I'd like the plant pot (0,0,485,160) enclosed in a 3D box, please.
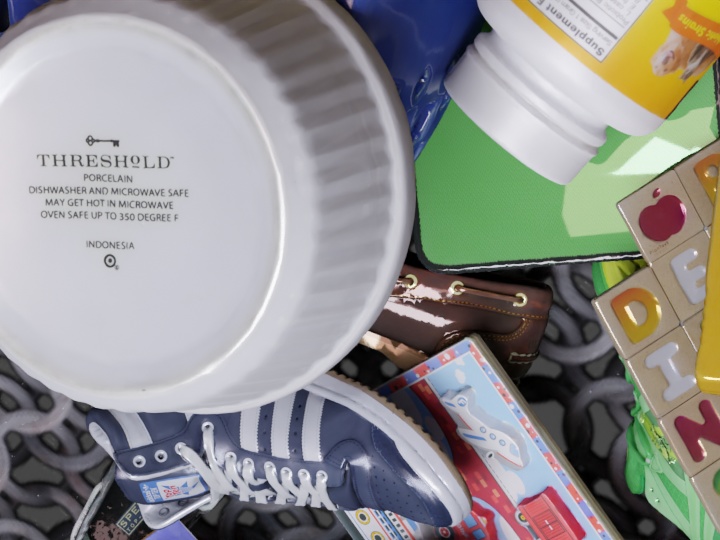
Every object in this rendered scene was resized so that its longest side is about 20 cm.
[{"bbox_3d":[-0.072,-0.081,1.272,0.200,0.200,0.180,18,100,18],"label":"plant pot"}]

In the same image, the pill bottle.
[{"bbox_3d":[0.129,-0.140,1.253,0.109,0.109,0.200,39,103,-1],"label":"pill bottle"}]

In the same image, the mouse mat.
[{"bbox_3d":[0.096,-0.102,1.325,0.161,0.008,0.201,-4,93,15],"label":"mouse mat"}]

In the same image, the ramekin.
[{"bbox_3d":[-0.084,-0.032,1.131,0.202,0.094,0.203,4,101,21],"label":"ramekin"}]

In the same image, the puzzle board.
[{"bbox_3d":[0.063,0.142,1.377,0.151,0.017,0.200,-32,95,42],"label":"puzzle board"}]

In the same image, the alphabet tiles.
[{"bbox_3d":[0.210,0.028,1.316,0.166,0.006,0.200,-32,100,-12],"label":"alphabet tiles"}]

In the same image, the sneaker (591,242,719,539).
[{"bbox_3d":[0.157,0.075,1.358,0.083,0.074,0.200,-21,94,41],"label":"sneaker"}]

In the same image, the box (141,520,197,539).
[{"bbox_3d":[-0.079,0.213,1.426,0.119,0.041,0.200,46,150,17],"label":"box"}]

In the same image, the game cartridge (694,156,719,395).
[{"bbox_3d":[0.252,-0.033,1.257,0.176,0.032,0.201,5,73,14],"label":"game cartridge"}]

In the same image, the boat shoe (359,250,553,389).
[{"bbox_3d":[0.000,0.000,1.385,0.200,0.070,0.070,20,108,0],"label":"boat shoe"}]

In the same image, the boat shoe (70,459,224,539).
[{"bbox_3d":[-0.093,0.093,1.442,0.074,0.068,0.199,43,114,-2],"label":"boat shoe"}]

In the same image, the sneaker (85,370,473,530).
[{"bbox_3d":[-0.047,0.096,1.336,0.200,0.109,0.070,31,157,29],"label":"sneaker"}]
